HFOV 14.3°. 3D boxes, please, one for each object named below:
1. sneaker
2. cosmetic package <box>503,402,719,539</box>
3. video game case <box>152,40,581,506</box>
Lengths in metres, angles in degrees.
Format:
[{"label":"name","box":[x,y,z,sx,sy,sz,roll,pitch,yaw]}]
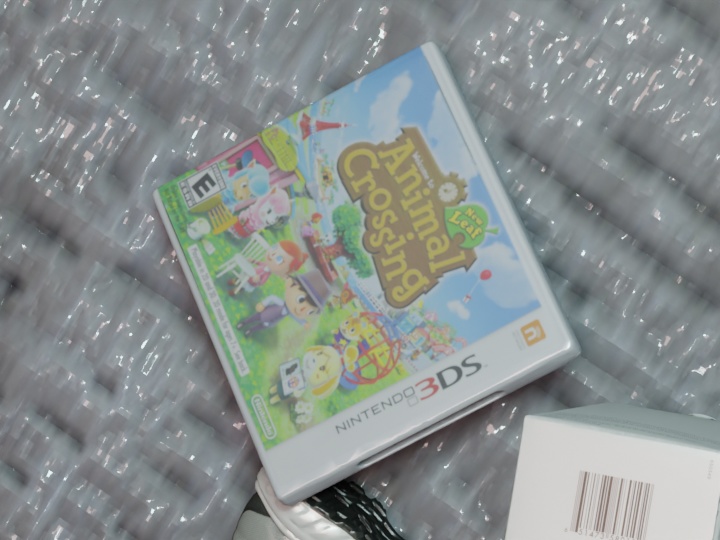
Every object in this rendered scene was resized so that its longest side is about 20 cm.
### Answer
[{"label":"sneaker","box":[0.013,0.186,1.568,0.200,0.074,0.079,38,109,19]},{"label":"cosmetic package","box":[0.149,0.116,1.456,0.107,0.200,0.085,10,91,18]},{"label":"video game case","box":[0.000,0.000,1.559,0.182,0.022,0.200,-28,67,10]}]
